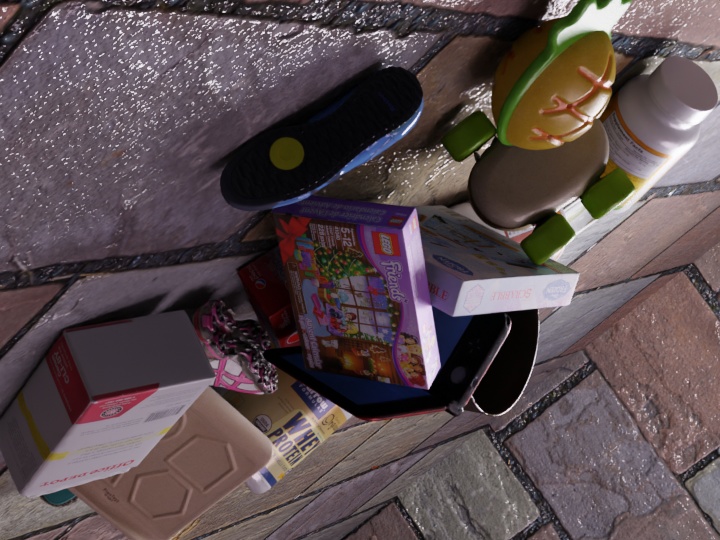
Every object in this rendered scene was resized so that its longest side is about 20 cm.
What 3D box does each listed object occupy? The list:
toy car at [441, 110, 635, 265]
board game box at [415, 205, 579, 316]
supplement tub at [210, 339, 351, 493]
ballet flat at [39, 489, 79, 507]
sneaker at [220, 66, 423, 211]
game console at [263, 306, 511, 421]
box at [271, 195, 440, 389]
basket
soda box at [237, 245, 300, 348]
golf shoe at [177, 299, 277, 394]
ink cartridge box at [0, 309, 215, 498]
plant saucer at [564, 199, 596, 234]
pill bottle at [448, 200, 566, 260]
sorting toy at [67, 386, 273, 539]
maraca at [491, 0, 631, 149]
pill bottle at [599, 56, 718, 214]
[{"bbox_3d":[0.175,-0.099,1.736,0.158,0.164,0.200,-36,178,-8],"label":"toy car"},{"bbox_3d":[0.090,-0.014,1.682,0.199,0.200,0.041,-3,114,-47],"label":"board game box"},{"bbox_3d":[-0.094,0.152,1.935,0.200,0.144,0.144,-41,167,-8],"label":"supplement tub"},{"bbox_3d":[-0.287,0.207,1.894,0.200,0.068,0.075,-31,-171,7],"label":"ballet flat"},{"bbox_3d":[-0.031,-0.104,1.417,0.200,0.066,0.078,-32,170,-12],"label":"sneaker"},{"bbox_3d":[0.026,0.070,1.698,0.119,0.200,0.173,34,85,-41],"label":"game console"},{"bbox_3d":[-0.002,0.021,1.573,0.039,0.136,0.200,-58,147,-45],"label":"box"},{"bbox_3d":[0.078,0.078,1.831,0.200,0.136,0.181,-2,-128,38],"label":"basket"},{"bbox_3d":[-0.080,0.033,1.763,0.070,0.063,0.200,-34,166,-7],"label":"soda box"},{"bbox_3d":[-0.154,0.086,1.729,0.092,0.073,0.200,-13,154,19],"label":"golf shoe"},{"bbox_3d":[-0.258,0.133,1.611,0.145,0.084,0.200,-10,153,-41],"label":"ink cartridge box"},{"bbox_3d":[0.288,-0.092,2.227,0.200,0.050,0.200,-32,165,-9],"label":"plant saucer"},{"bbox_3d":[0.156,-0.034,1.985,0.200,0.112,0.112,-20,160,-46],"label":"pill bottle"},{"bbox_3d":[-0.228,0.204,1.830,0.200,0.185,0.037,-40,-156,14],"label":"sorting toy"},{"bbox_3d":[0.193,-0.194,1.554,0.137,0.107,0.200,-31,158,-39],"label":"maraca"},{"bbox_3d":[0.341,-0.167,1.970,0.111,0.111,0.200,-22,162,-41],"label":"pill bottle"}]
